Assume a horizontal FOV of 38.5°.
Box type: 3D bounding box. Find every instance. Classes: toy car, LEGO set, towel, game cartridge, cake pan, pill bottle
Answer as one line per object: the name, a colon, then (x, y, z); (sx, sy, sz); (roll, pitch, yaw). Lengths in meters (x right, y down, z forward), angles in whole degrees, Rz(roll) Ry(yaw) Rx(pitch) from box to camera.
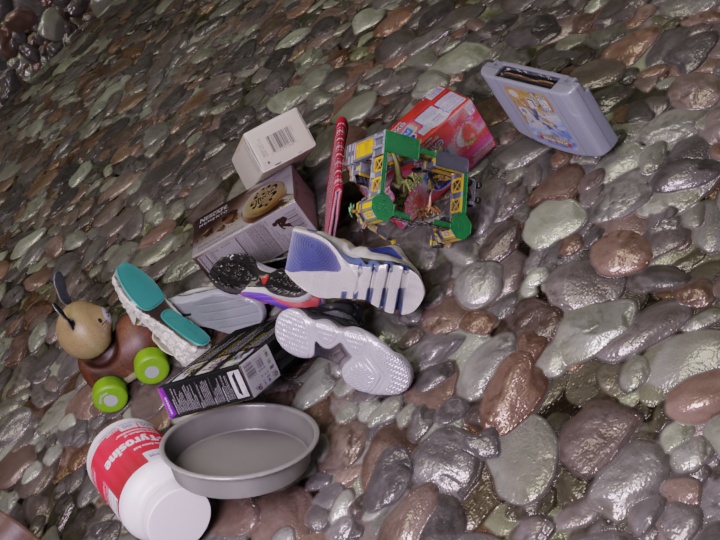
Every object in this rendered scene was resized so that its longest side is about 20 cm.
toy car: (-0.409, 0.088, 1.613); (0.157, 0.200, 0.165); (-34, 34, 6)
LEGO set: (0.056, -0.107, 1.423); (0.115, 0.198, 0.156); (-12, 78, 56)
towel: (-0.037, -0.128, 1.598); (0.022, 0.146, 0.201); (6, 40, -4)
game cartridge: (0.258, -0.220, 1.414); (0.042, 0.133, 0.200); (-44, 33, -10)
cake pan: (-0.148, 0.222, 1.278); (0.198, 0.037, 0.201); (-3, 19, 1)
pill bottle: (-0.274, 0.279, 1.342); (0.112, 0.113, 0.199); (-46, 35, -13)

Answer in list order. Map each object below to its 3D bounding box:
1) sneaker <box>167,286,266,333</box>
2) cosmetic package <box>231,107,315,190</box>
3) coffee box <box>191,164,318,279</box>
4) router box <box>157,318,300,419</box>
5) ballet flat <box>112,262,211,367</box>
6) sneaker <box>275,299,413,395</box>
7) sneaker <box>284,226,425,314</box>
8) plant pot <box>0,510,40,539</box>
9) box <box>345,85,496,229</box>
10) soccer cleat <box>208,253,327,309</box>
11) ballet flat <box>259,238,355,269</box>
sneaker: (-0.222, 0.052, 1.602); (0.198, 0.074, 0.071); (0, 25, 30)
cosmetic package: (-0.148, -0.197, 1.726); (0.103, 0.074, 0.200); (-29, 2, -15)
coffee box: (-0.173, -0.071, 1.688); (0.199, 0.080, 0.114); (-28, 35, 14)
router box: (-0.157, 0.123, 1.395); (0.148, 0.051, 0.200); (-17, 11, 32)
ballet flat: (-0.314, 0.075, 1.575); (0.200, 0.072, 0.072); (42, 78, 12)
sneaker: (-0.004, 0.090, 1.341); (0.199, 0.076, 0.114); (23, 22, 22)
sneaker: (0.001, 0.000, 1.407); (0.198, 0.081, 0.115); (19, 13, 10)
plant pot: (-0.494, 0.426, 1.319); (0.199, 0.201, 0.199); (2, 42, 44)
box: (0.091, -0.171, 1.546); (0.200, 0.096, 0.100); (-42, 33, -5)
soccer cleat: (-0.137, 0.025, 1.515); (0.198, 0.073, 0.069); (9, 59, 32)
ballet flat: (-0.090, 0.000, 1.537); (0.199, 0.057, 0.067); (-20, 67, 32)
